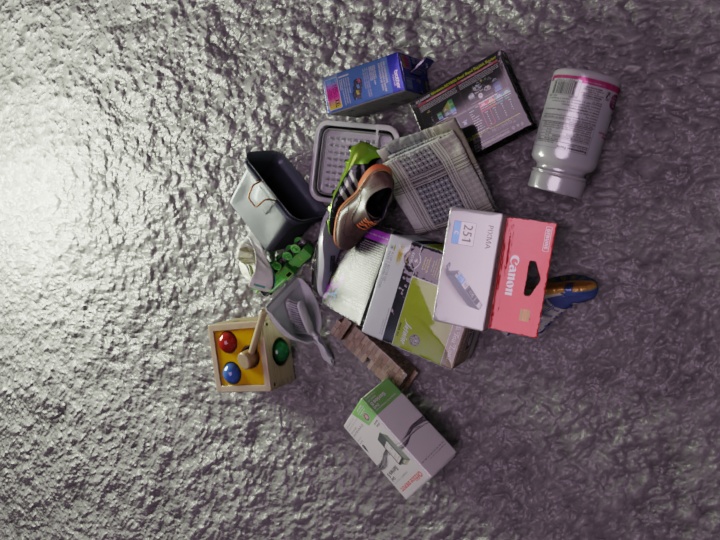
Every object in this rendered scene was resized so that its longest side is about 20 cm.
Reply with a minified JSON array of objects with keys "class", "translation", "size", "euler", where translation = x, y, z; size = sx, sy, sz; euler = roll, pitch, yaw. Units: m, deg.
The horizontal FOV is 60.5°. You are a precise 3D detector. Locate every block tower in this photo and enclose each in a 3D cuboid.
[{"class":"block tower","translation":[0.029,0.171,1.299],"size":[0.200,0.058,0.054],"euler":[40,112,18]}]

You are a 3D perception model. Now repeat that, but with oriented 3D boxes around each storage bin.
[{"class":"storage bin","translation":[-0.196,-0.141,1.350],"size":[0.200,0.145,0.134],"euler":[50,124,14]}]

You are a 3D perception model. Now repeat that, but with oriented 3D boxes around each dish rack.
[{"class":"dish rack","translation":[-0.008,-0.220,1.290],"size":[0.199,0.043,0.173],"euler":[12,101,26]}]

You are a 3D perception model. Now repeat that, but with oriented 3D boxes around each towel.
[{"class":"towel","translation":[0.136,-0.169,1.161],"size":[0.192,0.035,0.201],"euler":[-13,114,42]}]

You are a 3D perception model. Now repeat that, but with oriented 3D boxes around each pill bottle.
[{"class":"pill bottle","translation":[0.360,-0.232,1.058],"size":[0.113,0.113,0.201],"euler":[19,103,25]}]

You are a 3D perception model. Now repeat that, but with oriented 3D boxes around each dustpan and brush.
[{"class":"dustpan and brush","translation":[-0.115,0.128,1.350],"size":[0.057,0.140,0.201],"euler":[-7,116,32]}]

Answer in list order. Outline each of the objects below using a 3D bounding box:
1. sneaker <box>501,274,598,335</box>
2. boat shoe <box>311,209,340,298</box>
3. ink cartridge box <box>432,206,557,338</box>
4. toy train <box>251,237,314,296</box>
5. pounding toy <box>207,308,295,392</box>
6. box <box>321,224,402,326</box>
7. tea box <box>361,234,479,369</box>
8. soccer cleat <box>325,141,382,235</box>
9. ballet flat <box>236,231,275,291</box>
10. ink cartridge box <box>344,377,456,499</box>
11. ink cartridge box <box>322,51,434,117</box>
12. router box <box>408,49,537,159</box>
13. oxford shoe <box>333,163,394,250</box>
[{"class":"sneaker","translation":[0.339,0.066,1.129],"size":[0.199,0.075,0.089],"euler":[-14,100,34]},{"class":"boat shoe","translation":[-0.073,-0.042,1.333],"size":[0.066,0.070,0.202],"euler":[18,108,49]},{"class":"ink cartridge box","translation":[0.225,0.003,1.045],"size":[0.175,0.045,0.202],"euler":[10,95,24]},{"class":"toy train","translation":[-0.177,-0.003,1.387],"size":[0.056,0.042,0.200],"euler":[40,125,-15]},{"class":"pounding toy","translation":[-0.242,0.175,1.390],"size":[0.199,0.142,0.186],"euler":[-7,92,28]},{"class":"box","translation":[0.000,0.000,1.262],"size":[0.143,0.036,0.201],"euler":[24,95,50]},{"class":"tea box","translation":[0.138,0.053,1.183],"size":[0.196,0.133,0.201],"euler":[22,101,24]},{"class":"soccer cleat","translation":[-0.011,-0.156,1.240],"size":[0.081,0.068,0.201],"euler":[23,105,10]},{"class":"ballet flat","translation":[-0.239,-0.027,1.362],"size":[0.070,0.069,0.200],"euler":[-53,39,21]},{"class":"ink cartridge box","translation":[0.075,0.339,1.243],"size":[0.200,0.084,0.146],"euler":[46,144,17]},{"class":"ink cartridge box","translation":[0.047,-0.359,1.196],"size":[0.199,0.136,0.077],"euler":[-8,96,27]},{"class":"router box","translation":[0.209,-0.292,1.159],"size":[0.199,0.062,0.151],"euler":[-24,85,27]},{"class":"oxford shoe","translation":[0.003,-0.107,1.193],"size":[0.201,0.071,0.073],"euler":[-61,30,34]}]
